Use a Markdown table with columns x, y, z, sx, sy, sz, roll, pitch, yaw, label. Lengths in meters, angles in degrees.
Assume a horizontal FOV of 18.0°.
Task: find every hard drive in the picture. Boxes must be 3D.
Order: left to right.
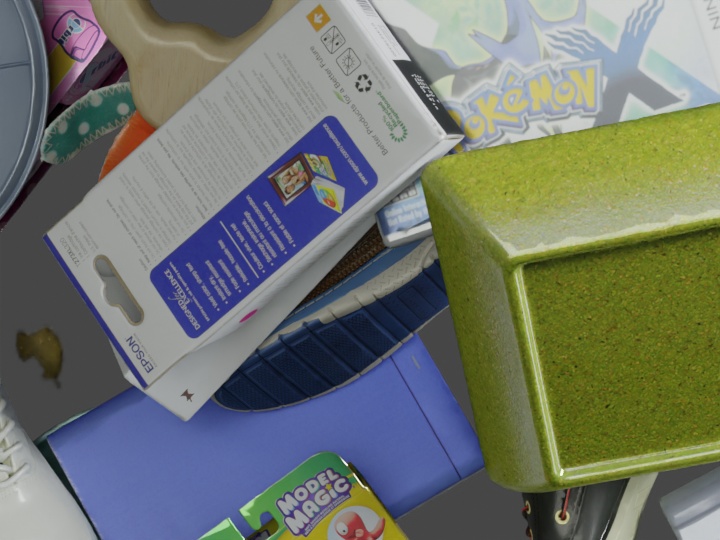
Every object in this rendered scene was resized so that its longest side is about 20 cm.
| x | y | z | sx | sy | sz | roll | pitch | yaw | label |
| --- | --- | --- | --- | --- | --- | --- | --- | --- | --- |
| -0.049 | 0.096 | 1.211 | 0.199 | 0.025 | 0.132 | -30 | 80 | -3 | hard drive |

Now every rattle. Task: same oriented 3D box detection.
| x | y | z | sx | sy | sz | roll | pitch | yaw | label |
| --- | --- | --- | --- | --- | --- | --- | --- | --- | --- |
| -0.088 | -0.137 | 1.201 | 0.129 | 0.143 | 0.201 | 14 | 115 | -13 | rattle |

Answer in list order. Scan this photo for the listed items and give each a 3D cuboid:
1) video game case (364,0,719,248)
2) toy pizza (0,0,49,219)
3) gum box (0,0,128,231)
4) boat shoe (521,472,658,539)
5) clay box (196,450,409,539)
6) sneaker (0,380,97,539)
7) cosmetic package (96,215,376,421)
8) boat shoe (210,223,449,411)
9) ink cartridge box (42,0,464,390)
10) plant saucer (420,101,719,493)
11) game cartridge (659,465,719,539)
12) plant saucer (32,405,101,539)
| x | y | z | sx | sy | sz | roll | pitch | yaw | label |
| --- | --- | --- | --- | --- | --- | --- | --- | --- | --- |
| 0.077 | -0.127 | 1.063 | 0.199 | 0.022 | 0.183 | -18 | 87 | 12 | video game case |
| -0.255 | -0.096 | 1.207 | 0.199 | 0.032 | 0.202 | 0 | 91 | 15 | toy pizza |
| -0.223 | -0.091 | 1.250 | 0.113 | 0.066 | 0.200 | 41 | 99 | 10 | gum box |
| 0.117 | 0.123 | 1.183 | 0.063 | 0.074 | 0.202 | 21 | 92 | 15 | boat shoe |
| -0.006 | 0.192 | 1.177 | 0.115 | 0.048 | 0.200 | -35 | 106 | -1 | clay box |
| -0.206 | 0.089 | 1.189 | 0.200 | 0.073 | 0.071 | 46 | 143 | 16 | sneaker |
| -0.057 | -0.040 | 1.176 | 0.200 | 0.151 | 0.052 | -47 | 124 | 8 | cosmetic package |
| 0.000 | 0.000 | 1.183 | 0.199 | 0.072 | 0.073 | -31 | 58 | 4 | boat shoe |
| -0.053 | -0.040 | 1.076 | 0.200 | 0.037 | 0.095 | -39 | 79 | 19 | ink cartridge box |
| 0.143 | 0.024 | 1.067 | 0.199 | 0.048 | 0.201 | -11 | 125 | 5 | plant saucer |
| 0.259 | 0.175 | 1.172 | 0.133 | 0.041 | 0.201 | -30 | 85 | 7 | game cartridge |
| -0.113 | 0.171 | 1.235 | 0.199 | 0.036 | 0.201 | -1 | 81 | 4 | plant saucer |
